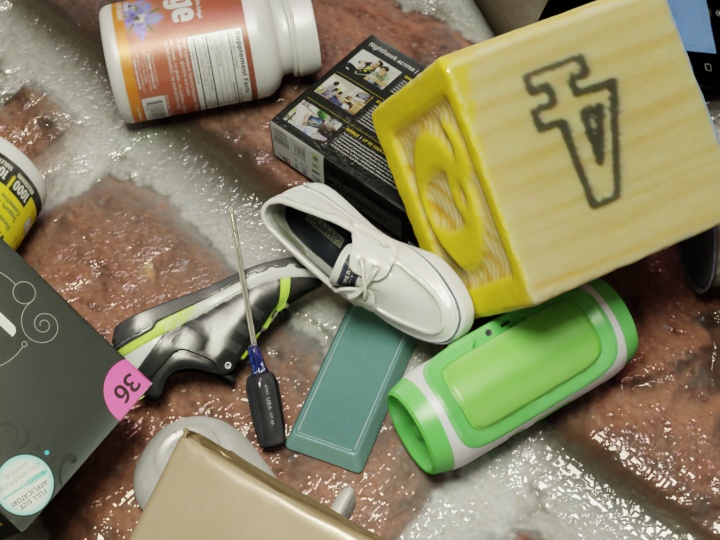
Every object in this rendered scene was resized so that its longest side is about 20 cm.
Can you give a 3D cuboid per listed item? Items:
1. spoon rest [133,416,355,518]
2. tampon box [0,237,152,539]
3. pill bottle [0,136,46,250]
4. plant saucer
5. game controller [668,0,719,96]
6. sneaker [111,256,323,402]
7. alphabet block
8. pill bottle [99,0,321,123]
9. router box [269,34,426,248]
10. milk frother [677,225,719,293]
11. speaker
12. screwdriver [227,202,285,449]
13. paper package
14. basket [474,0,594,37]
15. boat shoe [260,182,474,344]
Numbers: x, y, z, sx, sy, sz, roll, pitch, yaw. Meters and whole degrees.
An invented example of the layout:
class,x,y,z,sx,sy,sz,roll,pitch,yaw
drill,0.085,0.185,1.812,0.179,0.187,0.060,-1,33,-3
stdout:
class,x,y,z,sx,sy,sz,roll,pitch,yaw
spoon rest,-0.092,0.173,1.050,0.198,0.061,0.100,15,55,29
tampon box,-0.289,0.082,1.021,0.200,0.126,0.150,44,63,-8
pill bottle,-0.363,-0.018,1.152,0.111,0.113,0.202,16,58,14
plant saucer,0.005,0.071,1.131,0.069,0.019,0.202,16,59,14
game controller,0.311,-0.250,1.322,0.103,0.042,0.202,-1,56,2
sneaker,-0.113,0.054,1.133,0.198,0.072,0.084,-22,85,-13
alphabet block,0.151,-0.089,1.081,0.198,0.195,0.199,-22,89,-17
pill bottle,-0.141,-0.213,1.276,0.197,0.113,0.113,-12,55,-6
router box,0.037,-0.117,1.237,0.199,0.051,0.149,35,62,24
milk frother,0.372,-0.046,1.083,0.185,0.201,0.183,-8,59,-2
speaker,0.122,0.082,1.076,0.198,0.089,0.089,-28,58,-16
screwdriver,-0.093,0.045,1.094,0.029,0.028,0.203,-16,85,8
paper package,-0.078,0.245,0.922,0.189,0.103,0.202,25,83,19
basket,0.174,-0.282,1.287,0.134,0.182,0.201,-6,43,-26
boat shoe,0.000,0.000,1.091,0.199,0.074,0.065,32,27,25
